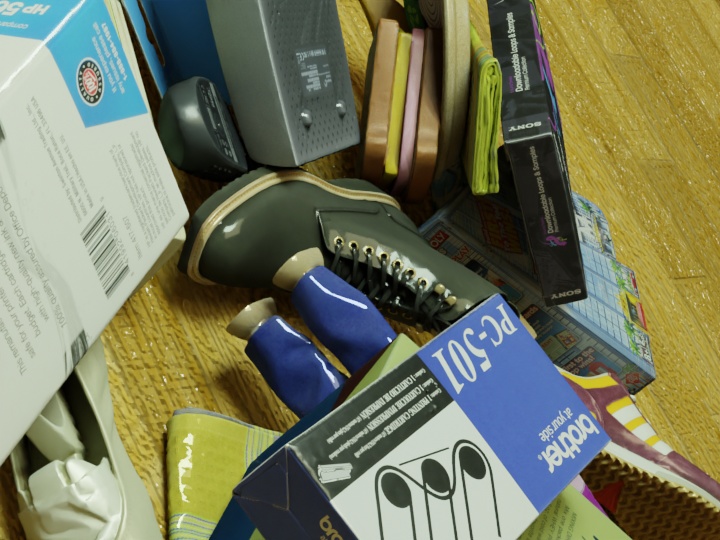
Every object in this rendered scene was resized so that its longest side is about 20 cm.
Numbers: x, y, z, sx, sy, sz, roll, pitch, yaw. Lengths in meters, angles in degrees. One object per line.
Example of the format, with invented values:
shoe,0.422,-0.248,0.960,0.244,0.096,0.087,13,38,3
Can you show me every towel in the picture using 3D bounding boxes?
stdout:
towel,0.079,-0.115,1.108,0.018,0.086,0.200,3,16,-2
towel,-0.039,0.169,0.880,0.143,0.023,0.201,24,41,-32

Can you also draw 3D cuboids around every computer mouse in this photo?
computer mouse,-0.084,-0.075,1.008,0.200,0.034,0.059,27,44,-75

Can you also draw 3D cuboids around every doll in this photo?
doll,0.021,0.077,0.912,0.200,0.136,0.048,46,8,12

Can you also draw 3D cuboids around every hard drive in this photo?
hard drive,-0.053,-0.167,1.017,0.135,0.042,0.201,-32,111,-69

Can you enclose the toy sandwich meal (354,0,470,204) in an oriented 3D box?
toy sandwich meal,0.028,-0.145,1.131,0.070,0.206,0.206,-2,50,-6

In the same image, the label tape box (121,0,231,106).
label tape box,-0.090,-0.194,1.081,0.200,0.066,0.144,-71,146,-56

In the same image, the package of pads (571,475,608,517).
package of pads,0.121,0.191,0.973,0.200,0.076,0.120,56,21,9

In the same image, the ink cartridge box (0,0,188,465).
ink cartridge box,-0.178,-0.016,0.745,0.200,0.084,0.146,-56,145,-36

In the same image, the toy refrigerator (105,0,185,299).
toy refrigerator,-0.167,-0.088,0.948,0.076,0.070,0.201,11,48,-41

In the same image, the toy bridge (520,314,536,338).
toy bridge,0.059,0.082,1.028,0.027,0.067,0.200,48,25,-1

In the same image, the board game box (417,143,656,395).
board game box,0.109,-0.020,1.193,0.199,0.062,0.201,27,40,-30

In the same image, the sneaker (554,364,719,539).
sneaker,0.182,0.119,1.124,0.200,0.075,0.090,31,43,-24

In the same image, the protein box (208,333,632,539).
protein box,0.026,0.182,0.800,0.200,0.135,0.199,42,35,-9

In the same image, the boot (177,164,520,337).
boot,0.000,0.000,0.997,0.138,0.078,0.200,36,28,28

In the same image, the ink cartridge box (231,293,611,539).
ink cartridge box,0.035,0.087,0.744,0.094,0.044,0.200,52,35,4

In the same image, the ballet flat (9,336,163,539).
ballet flat,-0.145,0.094,0.793,0.069,0.070,0.200,12,41,-41

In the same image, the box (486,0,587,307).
box,0.120,-0.094,1.123,0.200,0.036,0.143,-88,164,-48
